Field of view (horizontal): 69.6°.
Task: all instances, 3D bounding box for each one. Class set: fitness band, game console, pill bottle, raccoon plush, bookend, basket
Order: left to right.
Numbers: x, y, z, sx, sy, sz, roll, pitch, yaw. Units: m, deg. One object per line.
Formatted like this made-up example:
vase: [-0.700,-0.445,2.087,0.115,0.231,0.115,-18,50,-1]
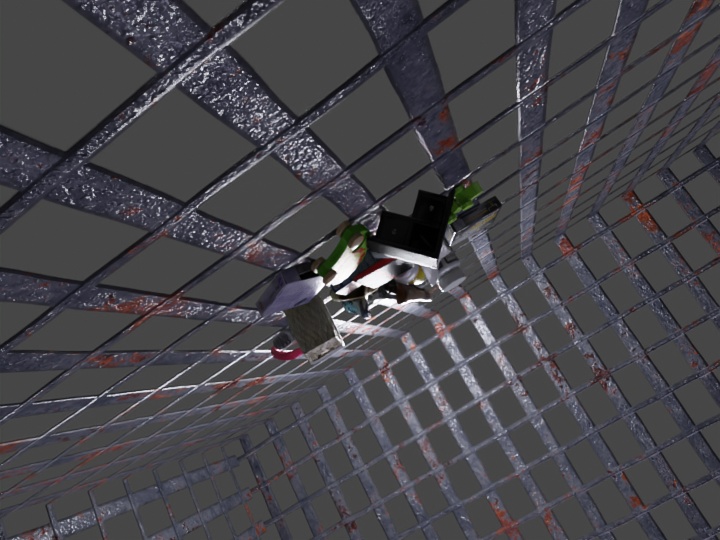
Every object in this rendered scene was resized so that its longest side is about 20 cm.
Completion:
fitness band: [-0.261,0.294,1.980,0.142,0.038,0.198,-31,-164,-33]
basket: [-0.156,0.180,1.683,0.134,0.202,0.124,-28,159,-4]
game console: [0.080,-0.002,1.648,0.175,0.032,0.199,-28,163,15]
raccoon plush: [0.112,0.103,1.980,0.134,0.199,0.097,-41,-168,37]
pill bottle: [0.168,-0.011,1.835,0.112,0.114,0.199,-35,164,19]
bookend: [0.139,-0.135,1.411,0.092,0.195,0.204,71,36,-73]
pill bottle: [0.272,-0.037,1.783,0.112,0.202,0.114,-26,164,-8]

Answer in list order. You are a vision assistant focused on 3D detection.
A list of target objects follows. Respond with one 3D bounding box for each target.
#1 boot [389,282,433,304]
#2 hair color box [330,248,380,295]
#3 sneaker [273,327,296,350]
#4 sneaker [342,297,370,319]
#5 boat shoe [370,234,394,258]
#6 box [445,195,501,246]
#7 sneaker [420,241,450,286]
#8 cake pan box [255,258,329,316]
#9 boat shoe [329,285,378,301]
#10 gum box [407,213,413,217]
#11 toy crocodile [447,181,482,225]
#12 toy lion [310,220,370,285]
boot: [0.191,0.085,1.835,0.143,0.072,0.200,8,-172,-15]
hair color box: [0.000,0.000,1.666,0.198,0.061,0.100,-34,163,15]
sneaker: [-0.235,0.227,1.942,0.197,0.076,0.082,-24,179,-3]
sneaker: [-0.018,0.132,1.867,0.085,0.079,0.200,-17,-161,-7]
boat shoe: [0.113,-0.079,1.485,0.196,0.072,0.072,-6,-152,25]
box: [0.405,-0.175,1.883,0.197,0.049,0.159,-28,163,-7]
sneaker: [0.245,-0.032,1.660,0.114,0.074,0.201,-30,144,1]
cake pan box: [-0.187,0.049,1.502,0.182,0.053,0.200,-19,160,-42]
boat shoe: [-0.007,0.067,1.790,0.197,0.075,0.062,-20,-163,-24]
gum box: [0.171,-0.115,1.614,0.112,0.067,0.200,-31,164,7]
toy crocodile: [0.294,-0.201,1.579,0.061,0.068,0.200,-21,164,-46]
toy lion: [-0.036,-0.041,1.421,0.201,0.069,0.191,-54,162,22]
